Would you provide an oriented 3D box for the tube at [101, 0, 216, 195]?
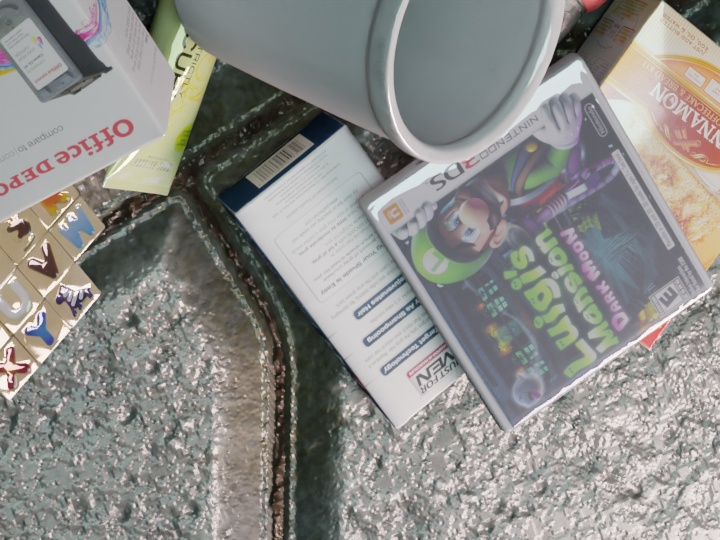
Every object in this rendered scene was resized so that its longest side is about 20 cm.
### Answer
[{"bbox_3d":[-0.118,-0.146,1.626,0.058,0.052,0.201,17,98,-20],"label":"tube"}]

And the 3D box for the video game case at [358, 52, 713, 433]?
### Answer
[{"bbox_3d":[0.123,-0.017,1.669,0.181,0.023,0.201,-34,110,-4],"label":"video game case"}]

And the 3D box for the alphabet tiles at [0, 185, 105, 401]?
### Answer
[{"bbox_3d":[-0.256,-0.012,1.600,0.167,0.006,0.200,-50,129,-17],"label":"alphabet tiles"}]

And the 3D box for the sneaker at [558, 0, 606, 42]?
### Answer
[{"bbox_3d":[0.076,-0.217,1.656,0.200,0.071,0.098,36,89,-22],"label":"sneaker"}]

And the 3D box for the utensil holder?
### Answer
[{"bbox_3d":[0.002,-0.181,1.547,0.170,0.199,0.171,-29,133,-38],"label":"utensil holder"}]

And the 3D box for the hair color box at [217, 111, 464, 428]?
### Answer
[{"bbox_3d":[0.000,0.000,1.693,0.100,0.061,0.200,-38,110,-4],"label":"hair color box"}]

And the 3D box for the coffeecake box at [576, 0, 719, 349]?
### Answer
[{"bbox_3d":[0.196,-0.072,1.727,0.153,0.073,0.201,35,93,-21],"label":"coffeecake box"}]

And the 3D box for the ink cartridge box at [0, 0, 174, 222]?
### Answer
[{"bbox_3d":[-0.225,-0.146,1.487,0.147,0.086,0.201,-26,117,15],"label":"ink cartridge box"}]
